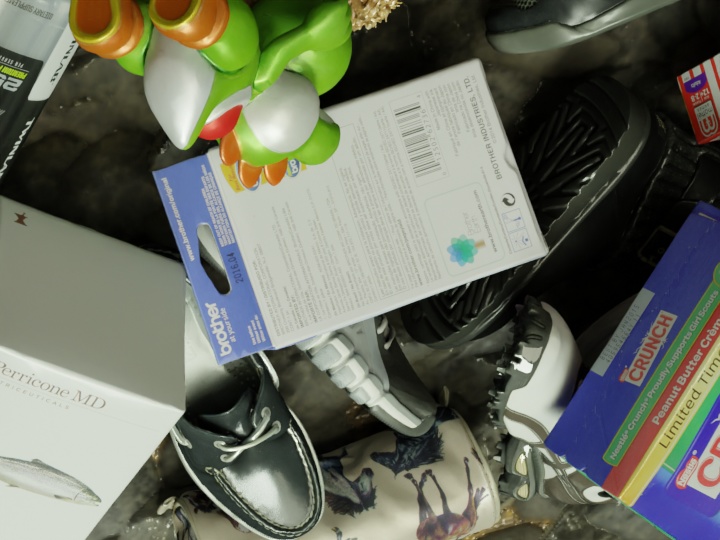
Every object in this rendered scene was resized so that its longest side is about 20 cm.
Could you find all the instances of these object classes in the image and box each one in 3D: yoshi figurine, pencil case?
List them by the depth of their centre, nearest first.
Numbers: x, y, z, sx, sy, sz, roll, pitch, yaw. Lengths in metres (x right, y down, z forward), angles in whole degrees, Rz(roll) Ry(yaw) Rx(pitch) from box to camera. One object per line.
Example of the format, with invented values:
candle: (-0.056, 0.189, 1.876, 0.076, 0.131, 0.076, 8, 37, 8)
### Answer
yoshi figurine: (-0.065, -0.124, 1.290, 0.112, 0.112, 0.200, -41, 149, 7)
pencil case: (-0.019, 0.146, 1.525, 0.200, 0.090, 0.078, -18, 152, -10)

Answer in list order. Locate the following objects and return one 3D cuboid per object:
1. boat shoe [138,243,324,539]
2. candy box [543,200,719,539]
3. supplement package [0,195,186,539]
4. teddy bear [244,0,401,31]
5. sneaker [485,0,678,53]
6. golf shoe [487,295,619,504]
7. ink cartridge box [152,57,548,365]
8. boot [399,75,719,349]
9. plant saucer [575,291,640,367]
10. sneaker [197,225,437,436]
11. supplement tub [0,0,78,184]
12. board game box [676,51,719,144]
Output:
boat shoe: (-0.082, 0.076, 1.440, 0.076, 0.060, 0.200, -37, 101, -8)
candy box: (0.223, 0.083, 1.435, 0.200, 0.077, 0.169, 35, 88, -41)
supplement package: (-0.192, 0.078, 1.365, 0.117, 0.117, 0.200, 21, 129, -22)
teddy bear: (-0.009, -0.197, 1.375, 0.200, 0.067, 0.145, -33, 117, 6)
sneaker: (0.135, -0.194, 1.386, 0.076, 0.199, 0.114, -40, 102, -44)
golf shoe: (0.127, 0.079, 1.457, 0.200, 0.094, 0.078, 74, 33, -63)
ink cartridge box: (-0.007, -0.032, 1.397, 0.200, 0.042, 0.120, -19, 91, -13)
boot: (0.141, -0.010, 1.505, 0.211, 0.080, 0.158, -43, 135, 20)
plant saucer: (0.217, 0.069, 1.539, 0.200, 0.050, 0.200, -14, 145, -10)
sneaker: (0.000, 0.000, 1.451, 0.116, 0.075, 0.200, -46, 109, 0)
supplement tub: (-0.231, -0.093, 1.304, 0.122, 0.123, 0.200, 23, 105, -28)
board game box: (0.308, -0.132, 1.441, 0.200, 0.151, 0.046, -13, 82, -28)
